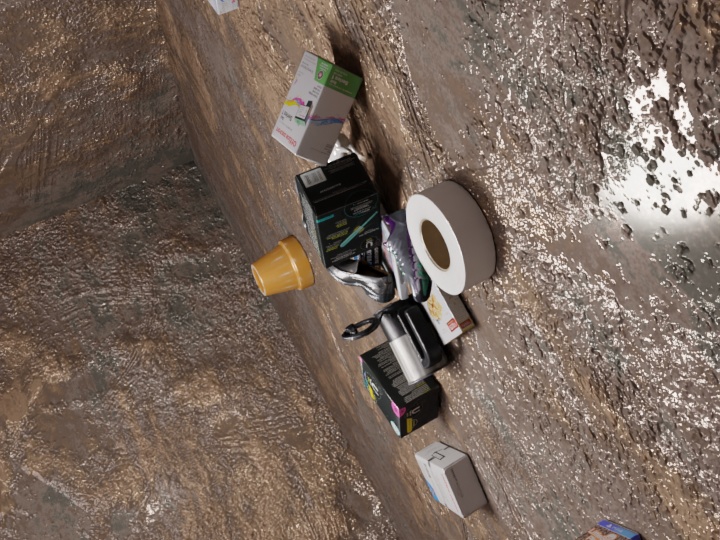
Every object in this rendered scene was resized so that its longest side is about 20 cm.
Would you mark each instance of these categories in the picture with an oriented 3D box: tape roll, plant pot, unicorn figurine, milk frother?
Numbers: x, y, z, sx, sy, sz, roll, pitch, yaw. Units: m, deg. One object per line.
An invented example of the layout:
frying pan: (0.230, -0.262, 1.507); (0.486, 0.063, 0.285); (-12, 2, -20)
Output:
tape roll: (0.164, -0.061, 1.319); (0.203, 0.070, 0.203); (55, 161, 29)
plant pot: (-0.294, 0.000, 2.617); (0.201, 0.182, 0.201); (55, 161, 30)
unicorn figurine: (-0.042, -0.280, 1.625); (0.137, 0.074, 0.201); (40, 137, 9)
milk frother: (0.082, 0.177, 1.653); (0.190, 0.198, 0.181); (63, -178, 7)

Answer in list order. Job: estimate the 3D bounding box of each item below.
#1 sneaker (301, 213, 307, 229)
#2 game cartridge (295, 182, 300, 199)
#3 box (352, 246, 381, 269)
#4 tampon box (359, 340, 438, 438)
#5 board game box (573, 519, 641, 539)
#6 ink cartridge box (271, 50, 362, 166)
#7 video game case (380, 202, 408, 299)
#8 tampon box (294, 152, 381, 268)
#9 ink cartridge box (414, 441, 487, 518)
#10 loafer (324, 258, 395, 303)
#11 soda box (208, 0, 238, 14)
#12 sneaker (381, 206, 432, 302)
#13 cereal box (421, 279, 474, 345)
sneaker: (-0.078, -0.124, 1.780); (0.074, 0.199, 0.086); (20, 118, 26)
game cartridge: (-0.098, -0.160, 1.917); (0.041, 0.133, 0.201); (-39, 70, 28)
box: (0.006, -0.064, 1.777); (0.201, 0.045, 0.160); (86, 165, -55)
tampon box: (0.103, 0.310, 1.901); (0.200, 0.125, 0.151); (51, 159, 39)
board game box: (0.405, 0.561, 1.224); (0.161, 0.198, 0.097); (65, 162, -4)
ink cartridge box: (-0.096, -0.345, 1.517); (0.145, 0.083, 0.202); (43, 113, 51)
video game case: (0.061, -0.061, 1.648); (0.201, 0.023, 0.184); (-114, 10, -52)
tampon box: (-0.045, -0.130, 1.584); (0.201, 0.148, 0.127); (84, 161, -58)
ink cartridge box: (0.243, 0.561, 1.926); (0.147, 0.084, 0.200); (66, 163, -5)
loafer: (0.000, 0.000, 1.675); (0.198, 0.073, 0.073); (25, 134, 25)
soda box: (-0.424, -0.827, 2.056); (0.201, 0.068, 0.064); (55, 161, 29)
sneaker: (0.093, -0.028, 1.455); (0.074, 0.087, 0.203); (25, -124, -61)
cereal box: (0.164, 0.054, 1.533); (0.202, 0.039, 0.144); (62, 165, 11)
